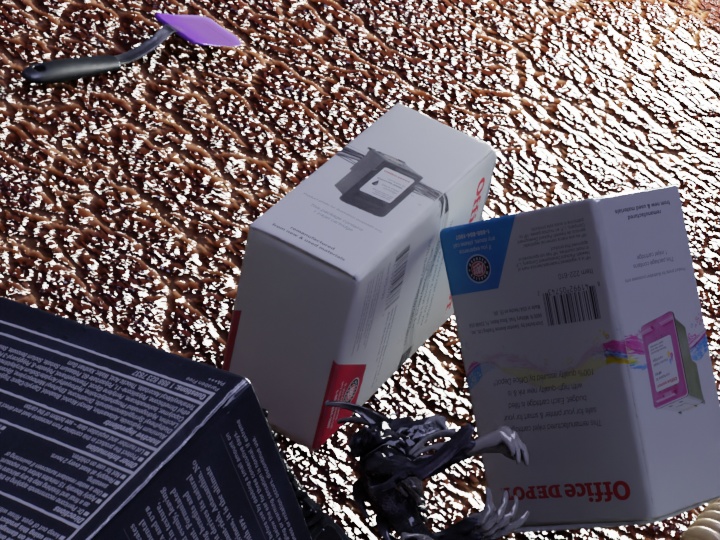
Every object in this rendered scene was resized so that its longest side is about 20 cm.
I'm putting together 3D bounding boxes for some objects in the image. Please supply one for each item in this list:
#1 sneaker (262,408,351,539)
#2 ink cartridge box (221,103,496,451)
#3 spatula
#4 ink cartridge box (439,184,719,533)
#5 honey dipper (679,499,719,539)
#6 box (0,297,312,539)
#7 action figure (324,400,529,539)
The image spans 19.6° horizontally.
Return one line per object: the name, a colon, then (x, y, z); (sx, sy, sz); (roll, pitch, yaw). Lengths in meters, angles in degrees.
sneaker: (-0.069, 0.133, 1.235); (0.200, 0.098, 0.071); (34, 38, 9)
ink cartridge box: (0.000, 0.000, 1.377); (0.083, 0.146, 0.200); (26, 37, 17)
spatula: (-0.172, -0.165, 1.570); (0.199, 0.021, 0.056); (-23, 47, -40)
ink cartridge box: (0.142, 0.058, 1.322); (0.084, 0.144, 0.201); (-9, 89, -41)
honey dipper: (0.197, 0.211, 1.339); (0.038, 0.038, 0.200); (36, 43, 14)
box: (-0.170, 0.137, 1.063); (0.199, 0.124, 0.198); (15, 46, 40)
action figure: (0.059, 0.148, 1.275); (0.102, 0.119, 0.200); (-28, 64, -8)
